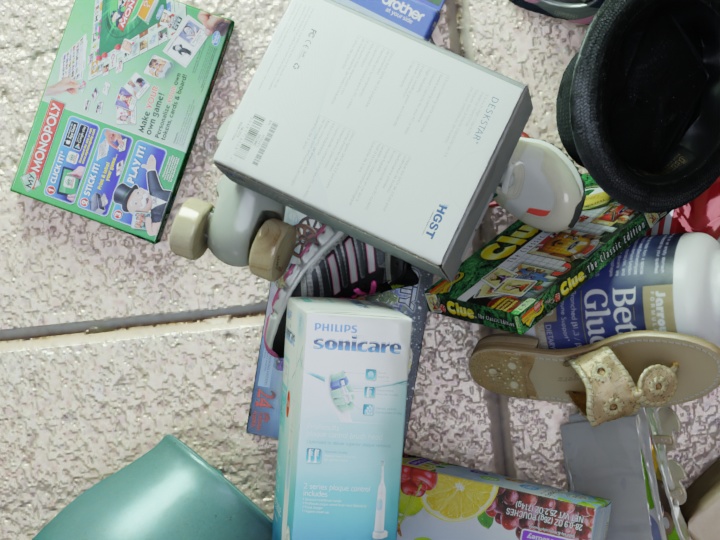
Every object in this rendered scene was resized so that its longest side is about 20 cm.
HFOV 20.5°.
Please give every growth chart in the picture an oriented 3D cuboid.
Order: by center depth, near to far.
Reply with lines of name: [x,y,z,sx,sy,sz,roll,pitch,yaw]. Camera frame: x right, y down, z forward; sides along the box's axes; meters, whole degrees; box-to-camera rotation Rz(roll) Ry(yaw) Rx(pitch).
growth chart: [0.218,0.183,1.646,0.018,0.144,0.201,-8,96,-40]

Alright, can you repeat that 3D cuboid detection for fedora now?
fedora: [0.221,-0.145,1.602,0.200,0.091,0.202,-1,91,-35]

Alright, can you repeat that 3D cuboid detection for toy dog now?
toy dog: [-0.074,-0.078,1.635,0.132,0.096,0.200,40,88,12]

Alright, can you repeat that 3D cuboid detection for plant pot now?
plant pot: [-0.169,0.246,1.638,0.200,0.200,0.188,41,80,0]

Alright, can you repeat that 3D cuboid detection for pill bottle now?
pill bottle: [0.238,0.027,1.610,0.199,0.111,0.112,-5,93,25]

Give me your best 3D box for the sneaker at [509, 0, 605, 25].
sneaker: [0.213,-0.230,1.644,0.199,0.082,0.071,6,94,1]

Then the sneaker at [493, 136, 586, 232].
sneaker: [0.089,-0.089,1.601,0.200,0.093,0.071,43,129,33]

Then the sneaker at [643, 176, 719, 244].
sneaker: [0.298,-0.098,1.651,0.115,0.078,0.201,33,92,-1]

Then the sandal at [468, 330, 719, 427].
sandal: [0.180,0.096,1.565,0.211,0.070,0.078,2,130,25]

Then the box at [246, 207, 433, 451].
box: [-0.014,0.050,1.689,0.136,0.038,0.201,9,93,2]

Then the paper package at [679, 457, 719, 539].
paper package: [0.392,0.204,1.649,0.200,0.103,0.191,-42,90,3]

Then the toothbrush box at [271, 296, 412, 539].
toothbrush box: [-0.016,0.126,1.534,0.085,0.146,0.201,4,94,-8]

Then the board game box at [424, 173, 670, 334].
board game box: [0.153,-0.017,1.599,0.200,0.104,0.024,-37,120,-33]

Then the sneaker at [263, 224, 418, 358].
sneaker: [0.000,0.000,1.629,0.087,0.074,0.200,37,89,7]

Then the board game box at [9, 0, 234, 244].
board game box: [-0.202,-0.140,1.692,0.134,0.029,0.201,20,94,2]

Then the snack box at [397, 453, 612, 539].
snack box: [0.091,0.250,1.619,0.199,0.068,0.170,12,94,21]

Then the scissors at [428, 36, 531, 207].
scissors: [0.071,-0.146,1.689,0.073,0.014,0.200,-39,90,7]

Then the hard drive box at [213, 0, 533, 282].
hard drive box: [0.011,-0.105,1.539,0.199,0.077,0.157,26,85,12]

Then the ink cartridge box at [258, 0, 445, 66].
ink cartridge box: [-0.014,-0.182,1.674,0.119,0.042,0.201,27,92,5]
